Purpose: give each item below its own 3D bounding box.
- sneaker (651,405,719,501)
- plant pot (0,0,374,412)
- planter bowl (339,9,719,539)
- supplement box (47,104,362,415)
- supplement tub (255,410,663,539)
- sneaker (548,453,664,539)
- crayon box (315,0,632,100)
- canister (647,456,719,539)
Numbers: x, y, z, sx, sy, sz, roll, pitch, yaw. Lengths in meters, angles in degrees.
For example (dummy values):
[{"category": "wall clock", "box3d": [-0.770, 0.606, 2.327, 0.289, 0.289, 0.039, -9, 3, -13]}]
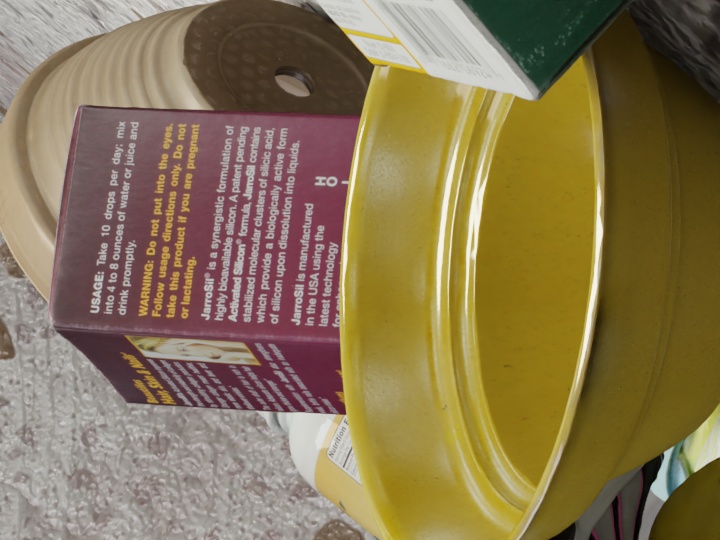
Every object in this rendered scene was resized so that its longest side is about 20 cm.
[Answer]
[{"category": "sneaker", "box3d": [0.148, 0.068, 1.130, 0.130, 0.080, 0.200, 38, 173, 10]}, {"category": "plant pot", "box3d": [-0.043, -0.046, 1.210, 0.200, 0.093, 0.201, 18, -140, -15]}, {"category": "planter bowl", "box3d": [0.066, -0.004, 0.885, 0.083, 0.201, 0.200, 4, -173, -20]}, {"category": "supplement box", "box3d": [0.000, 0.000, 1.063, 0.199, 0.086, 0.110, 3, 163, 12]}, {"category": "supplement tub", "box3d": [0.057, 0.077, 1.420, 0.200, 0.145, 0.145, 38, 174, 19]}, {"category": "sneaker", "box3d": [0.056, 0.107, 0.968, 0.200, 0.080, 0.087, -44, -56, -63]}, {"category": "crayon box", "box3d": [-0.023, -0.137, 0.771, 0.200, 0.052, 0.126, 47, 172, -20]}, {"category": "canister", "box3d": [0.201, 0.140, 0.972, 0.148, 0.087, 0.200, -21, 119, 31]}]
